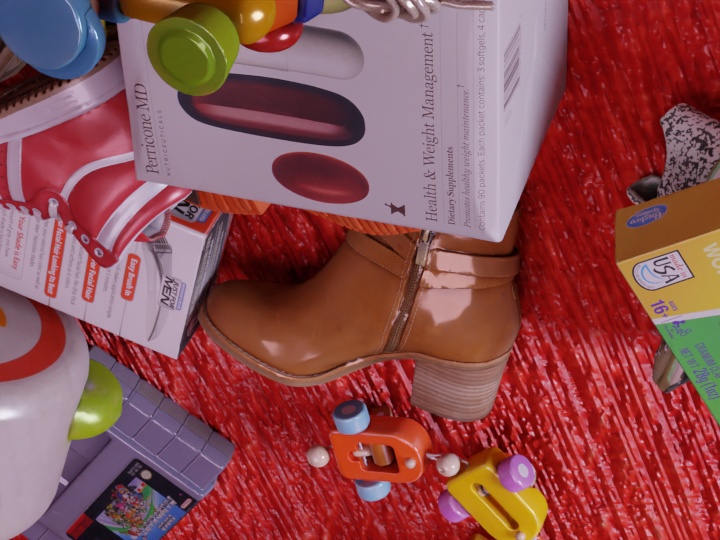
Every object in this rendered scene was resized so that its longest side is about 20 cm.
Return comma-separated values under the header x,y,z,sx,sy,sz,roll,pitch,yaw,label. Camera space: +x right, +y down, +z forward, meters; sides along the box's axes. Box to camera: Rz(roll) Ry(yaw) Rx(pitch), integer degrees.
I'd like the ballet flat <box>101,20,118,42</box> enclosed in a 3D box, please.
x,y,z,sx,sy,sz,roll,pitch,yaw,label
-0.121,-0.145,1.098,0.067,0.067,0.200,-7,130,-10,ballet flat

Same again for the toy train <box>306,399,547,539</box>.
x,y,z,sx,sy,sz,roll,pitch,yaw,label
0.059,0.159,1.297,0.150,0.056,0.200,-3,123,28,toy train

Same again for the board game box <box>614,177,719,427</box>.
x,y,z,sx,sy,sz,roll,pitch,yaw,label
0.250,0.003,0.996,0.200,0.040,0.153,-20,128,25,board game box

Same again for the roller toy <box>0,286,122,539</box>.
x,y,z,sx,sy,sz,roll,pitch,yaw,label
-0.278,0.087,1.279,0.200,0.182,0.140,32,120,23,roller toy

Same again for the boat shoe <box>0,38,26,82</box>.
x,y,z,sx,sy,sz,roll,pitch,yaw,label
-0.198,-0.172,1.119,0.071,0.065,0.200,27,134,1,boat shoe

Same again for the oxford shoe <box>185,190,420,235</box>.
x,y,z,sx,sy,sz,roll,pitch,yaw,label
-0.019,-0.071,1.111,0.200,0.073,0.071,9,148,25,oxford shoe

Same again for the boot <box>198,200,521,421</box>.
x,y,z,sx,sy,sz,roll,pitch,yaw,label
0.000,0.000,1.173,0.200,0.077,0.155,19,129,18,boot

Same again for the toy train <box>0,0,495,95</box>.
x,y,z,sx,sy,sz,roll,pitch,yaw,label
-0.051,-0.116,0.863,0.200,0.116,0.085,15,129,12,toy train

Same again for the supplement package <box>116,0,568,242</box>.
x,y,z,sx,sy,sz,roll,pitch,yaw,label
-0.006,-0.144,1.001,0.200,0.147,0.191,10,131,16,supplement package

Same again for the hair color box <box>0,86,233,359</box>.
x,y,z,sx,sy,sz,roll,pitch,yaw,label
-0.185,-0.036,1.231,0.200,0.064,0.111,23,132,6,hair color box

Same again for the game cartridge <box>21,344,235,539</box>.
x,y,z,sx,sy,sz,roll,pitch,yaw,label
-0.187,0.147,1.409,0.130,0.038,0.200,39,133,-5,game cartridge

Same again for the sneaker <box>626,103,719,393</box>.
x,y,z,sx,sy,sz,roll,pitch,yaw,label
0.186,-0.016,1.096,0.089,0.077,0.200,44,145,30,sneaker

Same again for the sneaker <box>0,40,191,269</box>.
x,y,z,sx,sy,sz,roll,pitch,yaw,label
-0.180,-0.050,1.124,0.200,0.071,0.113,-16,114,40,sneaker
